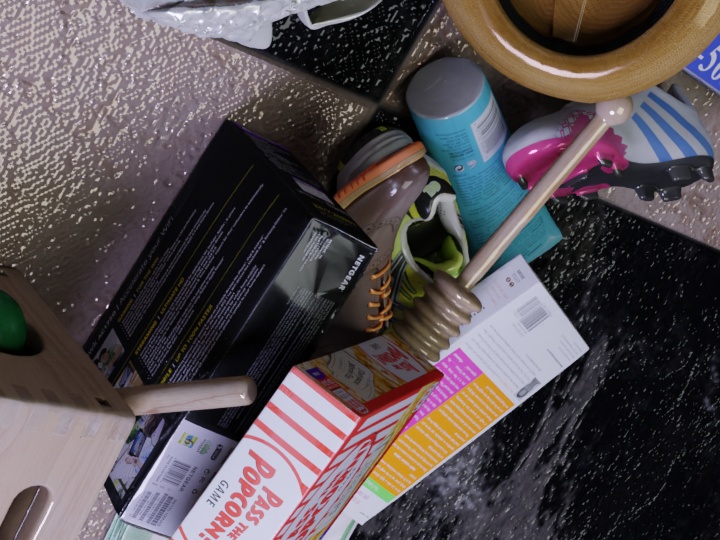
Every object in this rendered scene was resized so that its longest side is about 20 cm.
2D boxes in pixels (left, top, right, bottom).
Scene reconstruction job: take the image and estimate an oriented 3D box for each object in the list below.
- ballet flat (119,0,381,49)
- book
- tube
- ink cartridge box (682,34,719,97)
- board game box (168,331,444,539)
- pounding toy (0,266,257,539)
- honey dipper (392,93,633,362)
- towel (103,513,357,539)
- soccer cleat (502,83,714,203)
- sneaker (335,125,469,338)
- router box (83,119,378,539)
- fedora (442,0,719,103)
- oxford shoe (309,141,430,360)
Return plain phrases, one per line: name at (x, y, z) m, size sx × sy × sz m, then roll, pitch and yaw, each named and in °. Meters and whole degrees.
ballet flat at (-0.038, -0.155, 0.938) m, size 0.200 × 0.072 × 0.072 m, roll -20°, pitch 130°, yaw -24°
book at (0.048, 0.079, 1.129) m, size 0.200 × 0.048 × 0.134 m, roll -35°, pitch 152°, yaw 5°
tube at (0.083, -0.056, 1.124) m, size 0.077 × 0.050 × 0.200 m, roll -34°, pitch 139°, yaw -6°
ink cartridge box at (0.273, -0.163, 1.193) m, size 0.200 × 0.044 × 0.094 m, roll 24°, pitch 102°, yaw -45°
board game box at (-0.034, 0.113, 0.952) m, size 0.152 × 0.046 × 0.200 m, roll -54°, pitch 170°, yaw 12°
pounding toy at (-0.192, 0.086, 0.909) m, size 0.142 × 0.184 × 0.200 m, roll 14°, pitch 110°, yaw -43°
honey dipper at (0.095, -0.031, 1.041) m, size 0.200 × 0.038 × 0.038 m, roll -51°, pitch 137°, yaw 6°
towel at (-0.095, 0.202, 1.186) m, size 0.200 × 0.023 × 0.153 m, roll 8°, pitch 115°, yaw -42°
soccer cleat at (0.157, -0.093, 1.130) m, size 0.200 × 0.086 × 0.070 m, roll 1°, pitch 156°, yaw -45°
sneaker at (0.034, 0.004, 1.104) m, size 0.075 × 0.076 × 0.200 m, roll -33°, pitch 136°, yaw -17°
router box at (-0.086, 0.030, 0.973) m, size 0.051 × 0.149 × 0.200 m, roll 26°, pitch 103°, yaw -32°
fedora at (0.137, -0.203, 1.004) m, size 0.200 × 0.082 × 0.201 m, roll 4°, pitch 110°, yaw 10°
oxford shoe at (0.000, 0.000, 1.026) m, size 0.071 × 0.073 × 0.200 m, roll -33°, pitch 165°, yaw -42°
